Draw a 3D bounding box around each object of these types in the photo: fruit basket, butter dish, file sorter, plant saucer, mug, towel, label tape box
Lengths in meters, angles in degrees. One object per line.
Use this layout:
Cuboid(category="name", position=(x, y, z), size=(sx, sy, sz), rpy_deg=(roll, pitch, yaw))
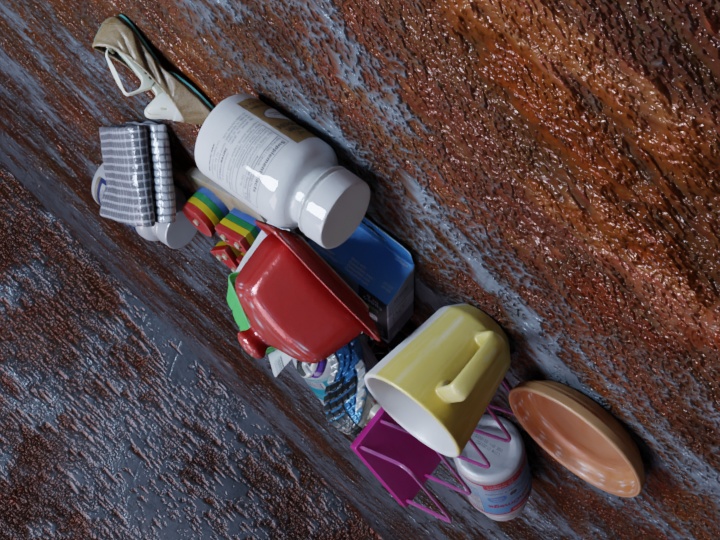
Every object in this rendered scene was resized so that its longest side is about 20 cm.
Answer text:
Cuboid(category="fruit basket", position=(-0.119, 0.035, 1.485), size=(0.200, 0.093, 0.186), rpy_deg=(-47, 62, 43))
Cuboid(category="butter dish", position=(-0.094, 0.048, 1.258), size=(0.199, 0.148, 0.200), rpy_deg=(45, 175, -13))
Cuboid(category="file sorter", position=(0.117, 0.224, 1.380), size=(0.125, 0.200, 0.139), rpy_deg=(10, 144, 54))
Cuboid(category="plant saucer", position=(0.276, 0.205, 1.254), size=(0.200, 0.037, 0.201), rpy_deg=(39, 162, 15))
Cuboid(category="mug", position=(0.119, 0.129, 1.222), size=(0.186, 0.153, 0.150), rpy_deg=(19, 150, 51))
Cuboid(category="towel", position=(-0.374, -0.159, 1.634), size=(0.199, 0.085, 0.168), rpy_deg=(12, 110, 59))
Cuboid(category="label tape box", position=(0.000, 0.000, 1.332), size=(0.143, 0.066, 0.200), rpy_deg=(37, 163, 18))

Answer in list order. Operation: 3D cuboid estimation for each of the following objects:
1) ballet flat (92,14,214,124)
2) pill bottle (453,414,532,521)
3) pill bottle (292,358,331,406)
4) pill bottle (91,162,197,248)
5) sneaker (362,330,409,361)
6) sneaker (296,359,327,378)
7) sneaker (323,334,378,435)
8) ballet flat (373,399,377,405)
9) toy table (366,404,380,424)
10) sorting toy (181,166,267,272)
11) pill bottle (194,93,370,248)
Cuboid(category="ballet flat", position=(-0.284, -0.253, 1.345), size=(0.200, 0.072, 0.068), rpy_deg=(46, 163, -10))
Cuboid(category="pill bottle", position=(0.207, 0.311, 1.532), size=(0.108, 0.109, 0.201), rpy_deg=(31, 160, 31))
Cuboid(category="pill bottle", position=(-0.035, 0.190, 1.774), size=(0.110, 0.111, 0.201), rpy_deg=(26, 156, 42))
Cuboid(category="pill bottle", position=(-0.387, -0.122, 1.812), size=(0.199, 0.111, 0.111), rpy_deg=(34, 161, 28))
Cuboid(category="sneaker", position=(0.017, 0.097, 1.458), size=(0.199, 0.077, 0.082), rpy_deg=(33, -161, 6))
Cuboid(category="sneaker", position=(-0.040, 0.106, 1.548), size=(0.083, 0.200, 0.081), rpy_deg=(28, 118, 0))
Cuboid(category="sneaker", position=(0.000, 0.149, 1.339), size=(0.087, 0.075, 0.201), rpy_deg=(44, -155, -30))
Cuboid(category="ballet flat", position=(0.005, 0.165, 1.536), size=(0.200, 0.075, 0.065), rpy_deg=(-66, -32, -81))
Cuboid(category="toy table", position=(0.074, 0.228, 1.617), size=(0.183, 0.117, 0.201), rpy_deg=(27, 158, 42))
Cuboid(category="sorting toy", position=(-0.199, -0.053, 1.633), size=(0.198, 0.070, 0.201), rpy_deg=(27, 157, 41))
Cuboid(category="pill bottle", position=(-0.090, -0.115, 1.175), size=(0.199, 0.114, 0.115), rpy_deg=(35, 161, 23))
